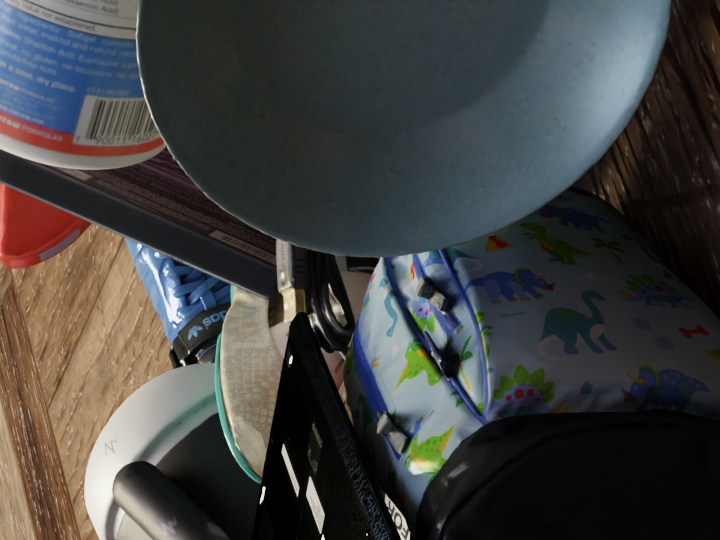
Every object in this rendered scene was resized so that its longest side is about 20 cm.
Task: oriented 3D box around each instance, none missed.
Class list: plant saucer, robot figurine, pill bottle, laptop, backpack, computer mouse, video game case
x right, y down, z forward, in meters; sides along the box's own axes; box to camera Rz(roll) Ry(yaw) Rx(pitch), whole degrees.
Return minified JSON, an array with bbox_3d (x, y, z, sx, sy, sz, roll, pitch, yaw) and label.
[{"bbox_3d":[0.014,-0.099,0.998,0.039,0.201,0.201,-112,24,-57],"label":"plant saucer"},{"bbox_3d":[-0.053,0.137,1.373,0.200,0.125,0.150,42,151,26],"label":"robot figurine"},{"bbox_3d":[-0.105,-0.152,1.108,0.112,0.112,0.200,54,134,49],"label":"pill bottle"},{"bbox_3d":[0.021,0.147,1.089,0.177,0.103,0.200,-116,33,-58],"label":"laptop"},{"bbox_3d":[0.073,0.049,1.071,0.200,0.163,0.154,-141,56,-68],"label":"backpack"},{"bbox_3d":[0.000,0.000,1.275,0.200,0.044,0.110,46,-147,-71],"label":"computer mouse"},{"bbox_3d":[-0.086,-0.036,1.317,0.200,0.143,0.019,-42,-25,-78],"label":"video game case"}]

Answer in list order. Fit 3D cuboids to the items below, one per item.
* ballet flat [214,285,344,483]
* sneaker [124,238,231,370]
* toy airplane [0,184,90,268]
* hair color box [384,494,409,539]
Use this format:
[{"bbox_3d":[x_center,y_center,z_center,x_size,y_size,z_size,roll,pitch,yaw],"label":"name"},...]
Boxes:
[{"bbox_3d":[-0.035,0.032,1.347,0.067,0.062,0.200,51,-164,-25],"label":"ballet flat"},{"bbox_3d":[-0.082,0.002,1.461,0.111,0.077,0.200,-126,18,-53],"label":"sneaker"},{"bbox_3d":[-0.144,-0.113,1.577,0.200,0.141,0.199,-65,-3,-58],"label":"toy airplane"},{"bbox_3d":[0.055,0.155,1.239,0.111,0.064,0.200,-132,39,-52],"label":"hair color box"}]
